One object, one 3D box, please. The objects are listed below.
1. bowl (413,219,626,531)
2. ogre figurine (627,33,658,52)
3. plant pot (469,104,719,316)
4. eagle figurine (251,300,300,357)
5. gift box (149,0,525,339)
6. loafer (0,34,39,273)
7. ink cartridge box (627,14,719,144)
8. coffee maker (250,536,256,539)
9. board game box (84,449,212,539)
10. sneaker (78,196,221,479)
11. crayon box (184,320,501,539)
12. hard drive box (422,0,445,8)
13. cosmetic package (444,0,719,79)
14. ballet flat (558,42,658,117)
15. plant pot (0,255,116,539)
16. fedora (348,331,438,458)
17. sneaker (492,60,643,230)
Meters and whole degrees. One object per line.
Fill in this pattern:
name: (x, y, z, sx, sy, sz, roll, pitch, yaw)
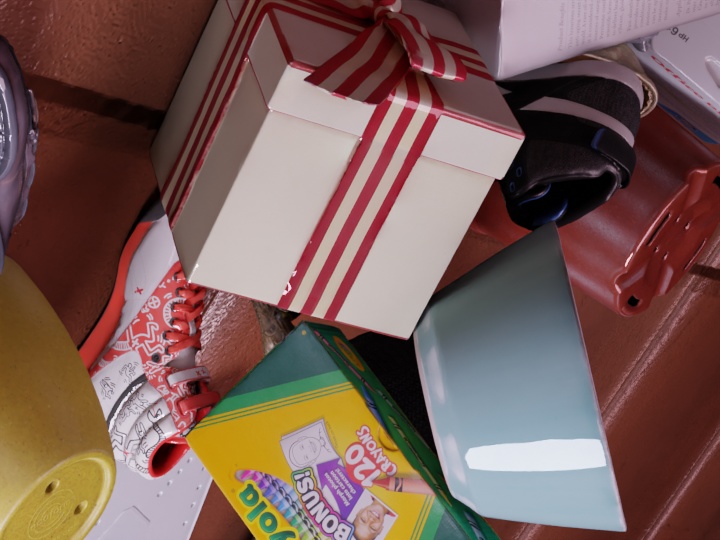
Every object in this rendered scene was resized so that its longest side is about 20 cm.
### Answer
bowl: (0.096, 0.077, 1.323, 0.104, 0.202, 0.201, -13, 154, 6)
ogre figurine: (0.196, -0.251, 1.578, 0.098, 0.120, 0.201, -2, 127, -58)
plant pot: (0.184, -0.077, 1.702, 0.201, 0.195, 0.201, -41, 154, -25)
eagle figurine: (-0.005, -0.002, 1.564, 0.199, 0.151, 0.152, -17, 129, -36)
gift box: (-0.027, -0.089, 1.286, 0.199, 0.185, 0.187, 14, 119, -30)
loafer: (-0.215, -0.071, 1.177, 0.063, 0.072, 0.200, -58, 170, -39)
ink cartridge box: (0.283, -0.173, 1.706, 0.085, 0.144, 0.200, -52, -170, 1)
coffee maker: (-0.054, 0.328, 1.836, 0.200, 0.192, 0.135, -53, 172, 6)
board game box: (-0.196, 0.202, 1.614, 0.200, 0.026, 0.201, -21, 141, -49)
sneaker: (-0.125, 0.045, 1.425, 0.067, 0.108, 0.202, -1, 125, -60)
crayon box: (-0.010, 0.147, 1.366, 0.119, 0.200, 0.058, -44, 160, 14)
hard drive box: (0.117, -0.230, 1.462, 0.155, 0.077, 0.201, -1, 128, -39)
cosmetic package: (0.156, -0.207, 1.383, 0.199, 0.071, 0.102, -18, 127, -25)
ballet flat: (0.132, -0.137, 1.453, 0.199, 0.062, 0.068, -1, 130, -38)
plant pot: (-0.233, 0.109, 1.281, 0.200, 0.142, 0.200, -41, 154, -25)
fedora: (0.024, 0.098, 1.457, 0.200, 0.200, 0.092, -39, 115, -27)
sneaker: (0.084, -0.077, 1.380, 0.073, 0.199, 0.112, 57, 35, -45)
